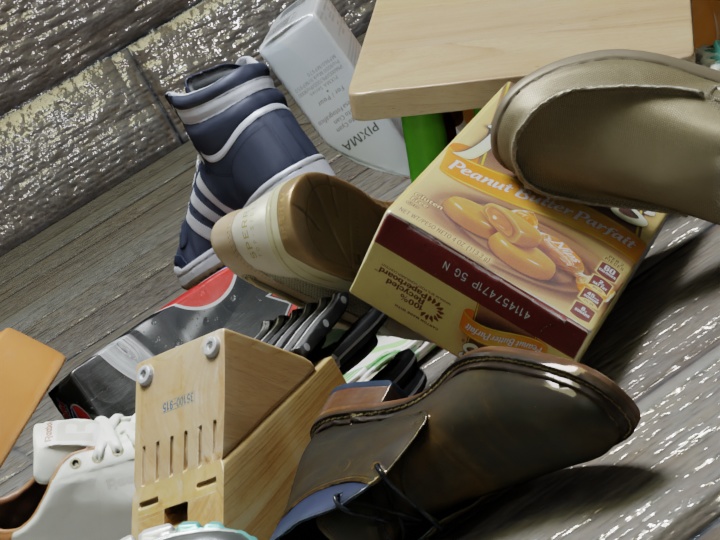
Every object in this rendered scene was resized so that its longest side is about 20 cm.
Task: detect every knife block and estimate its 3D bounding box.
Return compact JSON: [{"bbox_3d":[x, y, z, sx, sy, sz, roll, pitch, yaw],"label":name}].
[{"bbox_3d":[-0.028,0.103,1.075,0.064,0.175,0.201,-23,57,38],"label":"knife block"}]

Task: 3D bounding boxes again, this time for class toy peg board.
[{"bbox_3d":[0.107,-0.112,1.342,0.199,0.098,0.199,-5,26,10],"label":"toy peg board"}]

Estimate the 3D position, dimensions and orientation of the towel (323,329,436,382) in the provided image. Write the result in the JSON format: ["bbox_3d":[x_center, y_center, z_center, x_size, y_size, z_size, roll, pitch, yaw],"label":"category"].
[{"bbox_3d":[-0.035,0.074,1.293,0.200,0.023,0.152,-38,12,-37],"label":"towel"}]

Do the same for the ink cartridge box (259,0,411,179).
[{"bbox_3d":[0.010,-0.086,1.437,0.047,0.201,0.160,-33,10,7],"label":"ink cartridge box"}]

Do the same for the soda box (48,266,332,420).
[{"bbox_3d":[-0.087,0.043,1.325,0.200,0.071,0.063,-35,0,-26],"label":"soda box"}]

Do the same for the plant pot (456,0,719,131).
[{"bbox_3d":[0.151,-0.167,1.513,0.200,0.200,0.184,-14,34,56],"label":"plant pot"}]

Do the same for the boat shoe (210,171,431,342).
[{"bbox_3d":[0.000,0.000,1.174,0.065,0.073,0.200,-16,-22,32],"label":"boat shoe"}]

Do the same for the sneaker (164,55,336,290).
[{"bbox_3d":[-0.087,-0.064,1.391,0.070,0.109,0.200,-29,-4,-30],"label":"sneaker"}]

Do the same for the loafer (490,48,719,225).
[{"bbox_3d":[0.164,-0.063,1.083,0.198,0.076,0.068,0,27,0],"label":"loafer"}]

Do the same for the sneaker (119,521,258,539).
[{"bbox_3d":[-0.118,0.183,0.922,0.199,0.078,0.091,-32,26,5],"label":"sneaker"}]

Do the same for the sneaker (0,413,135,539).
[{"bbox_3d":[-0.125,0.103,1.175,0.199,0.085,0.073,-35,21,7],"label":"sneaker"}]

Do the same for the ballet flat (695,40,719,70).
[{"bbox_3d":[0.221,-0.088,1.287,0.071,0.072,0.200,-28,9,10],"label":"ballet flat"}]

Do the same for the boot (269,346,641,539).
[{"bbox_3d":[0.033,0.095,0.938,0.200,0.075,0.097,-17,34,53],"label":"boot"}]

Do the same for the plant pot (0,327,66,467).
[{"bbox_3d":[-0.288,0.102,1.319,0.201,0.140,0.200,-58,5,8],"label":"plant pot"}]

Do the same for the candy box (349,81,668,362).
[{"bbox_3d":[0.085,-0.019,1.126,0.055,0.115,0.200,-63,-8,31],"label":"candy box"}]
